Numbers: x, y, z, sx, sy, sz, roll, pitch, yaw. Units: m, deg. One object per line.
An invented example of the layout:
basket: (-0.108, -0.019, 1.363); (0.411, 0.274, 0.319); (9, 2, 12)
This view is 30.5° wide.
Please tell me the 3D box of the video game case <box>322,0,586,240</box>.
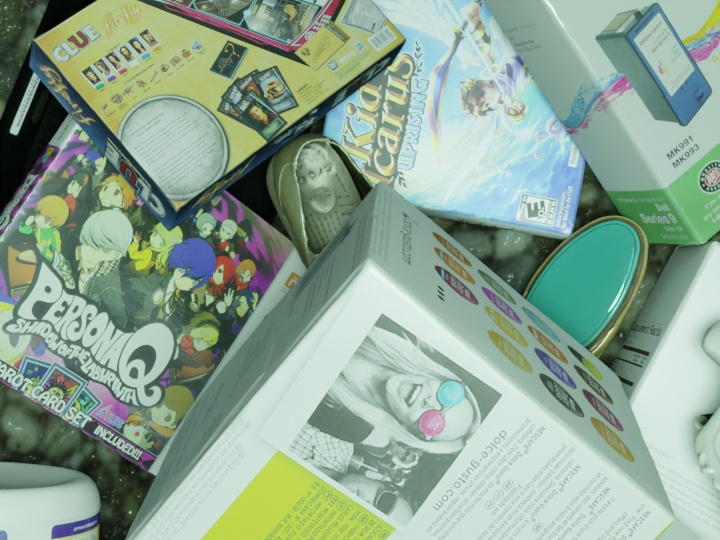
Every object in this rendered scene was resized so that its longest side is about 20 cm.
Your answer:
video game case: (0.072, -0.136, 0.901); (0.179, 0.045, 0.203); (10, 90, 2)

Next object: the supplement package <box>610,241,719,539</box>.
supplement package: (0.221, 0.098, 0.858); (0.120, 0.120, 0.202); (29, 91, 2)

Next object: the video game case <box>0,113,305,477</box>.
video game case: (-0.147, 0.016, 0.856); (0.199, 0.036, 0.182); (38, 81, -27)

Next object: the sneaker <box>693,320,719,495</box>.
sneaker: (0.235, 0.123, 0.769); (0.080, 0.075, 0.203); (1, 88, 14)

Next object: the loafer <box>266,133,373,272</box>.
loafer: (0.000, 0.000, 0.835); (0.076, 0.067, 0.201); (-33, 82, -7)

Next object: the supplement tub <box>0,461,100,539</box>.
supplement tub: (-0.243, 0.233, 0.852); (0.143, 0.145, 0.203); (3, 89, 1)

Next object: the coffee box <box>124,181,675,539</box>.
coffee box: (0.021, 0.104, 0.721); (0.197, 0.200, 0.200); (39, 104, -7)

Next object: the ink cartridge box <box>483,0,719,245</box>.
ink cartridge box: (0.196, -0.139, 0.845); (0.145, 0.087, 0.201); (-38, 101, -11)

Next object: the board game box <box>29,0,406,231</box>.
board game box: (-0.086, -0.136, 0.825); (0.199, 0.035, 0.136); (-39, 85, -27)

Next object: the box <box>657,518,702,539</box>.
box: (0.107, 0.229, 0.780); (0.097, 0.125, 0.200); (38, 131, -7)

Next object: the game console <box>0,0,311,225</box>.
game console: (-0.151, -0.083, 0.917); (0.174, 0.116, 0.202); (22, 89, 31)

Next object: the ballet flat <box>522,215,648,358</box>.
ballet flat: (0.129, 0.053, 0.890); (0.068, 0.063, 0.201); (36, 94, 25)
